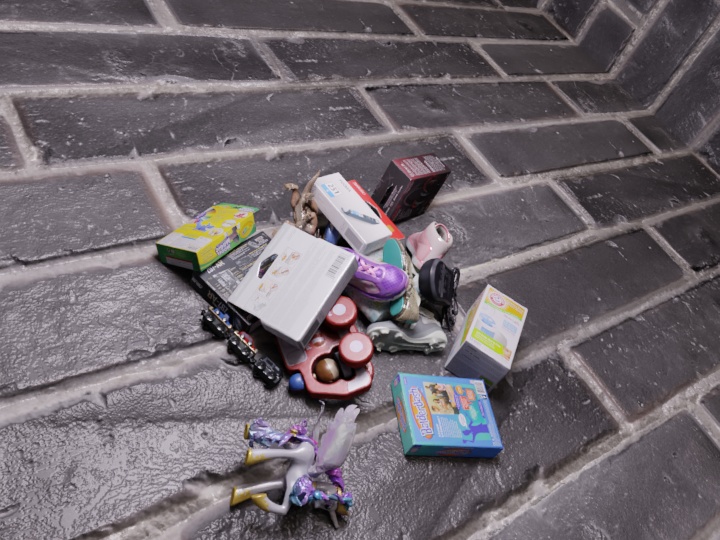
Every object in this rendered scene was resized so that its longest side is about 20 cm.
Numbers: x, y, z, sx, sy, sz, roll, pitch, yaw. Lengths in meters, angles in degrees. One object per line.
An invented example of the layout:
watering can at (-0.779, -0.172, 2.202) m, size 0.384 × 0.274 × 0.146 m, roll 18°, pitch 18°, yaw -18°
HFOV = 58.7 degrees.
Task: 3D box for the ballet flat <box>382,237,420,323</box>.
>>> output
ballet flat at (0.090, 0.027, 1.341) m, size 0.075 × 0.068 × 0.203 m, roll 24°, pitch 44°, yaw -34°

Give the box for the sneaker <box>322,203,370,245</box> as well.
sneaker at (-0.028, -0.114, 1.490) m, size 0.087 × 0.076 × 0.201 m, roll 26°, pitch 43°, yaw -3°

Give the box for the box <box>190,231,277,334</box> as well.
box at (-0.214, 0.021, 1.285) m, size 0.160 × 0.044 × 0.199 m, roll 41°, pitch 44°, yaw 12°

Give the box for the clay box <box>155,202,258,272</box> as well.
clay box at (-0.299, -0.073, 1.291) m, size 0.113 × 0.048 × 0.200 m, roll 12°, pitch 34°, yaw 29°

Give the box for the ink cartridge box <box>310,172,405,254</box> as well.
ink cartridge box at (-0.001, -0.138, 1.445) m, size 0.175 × 0.045 × 0.201 m, roll -22°, pitch 65°, yaw -46°

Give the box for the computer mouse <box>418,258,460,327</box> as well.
computer mouse at (0.164, 0.036, 1.381) m, size 0.052 × 0.200 × 0.141 m, roll 2°, pitch 74°, yaw 25°

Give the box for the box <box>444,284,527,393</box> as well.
box at (0.275, 0.145, 1.389) m, size 0.111 × 0.102 × 0.201 m, roll 32°, pitch 43°, yaw 3°

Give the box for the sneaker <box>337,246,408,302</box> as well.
sneaker at (0.000, 0.000, 1.284) m, size 0.197 × 0.089 × 0.082 m, roll 17°, pitch 70°, yaw 21°

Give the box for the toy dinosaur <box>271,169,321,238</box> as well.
toy dinosaur at (-0.117, -0.109, 1.383) m, size 0.084 × 0.136 × 0.204 m, roll 2°, pitch 75°, yaw 19°

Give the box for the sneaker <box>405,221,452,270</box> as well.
sneaker at (0.164, -0.066, 1.484) m, size 0.075 × 0.105 × 0.201 m, roll 34°, pitch 15°, yaw -10°

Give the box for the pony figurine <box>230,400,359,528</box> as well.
pony figurine at (-0.092, 0.303, 1.030) m, size 0.197 × 0.166 × 0.197 m, roll 15°, pitch 76°, yaw -20°

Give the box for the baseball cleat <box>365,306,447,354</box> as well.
baseball cleat at (0.089, 0.121, 1.345) m, size 0.197 × 0.070 × 0.108 m, roll 15°, pitch 41°, yaw -30°

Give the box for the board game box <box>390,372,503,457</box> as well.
board game box at (0.166, 0.281, 1.244) m, size 0.196 × 0.045 × 0.154 m, roll 9°, pitch 47°, yaw -21°

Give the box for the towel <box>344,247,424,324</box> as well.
towel at (0.046, 0.018, 1.400) m, size 0.198 × 0.049 × 0.171 m, roll -23°, pitch 61°, yaw -40°

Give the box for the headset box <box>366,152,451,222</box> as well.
headset box at (0.113, -0.200, 1.578) m, size 0.198 × 0.150 × 0.075 m, roll -19°, pitch 59°, yaw -48°

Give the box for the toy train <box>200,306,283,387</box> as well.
toy train at (-0.218, 0.136, 1.182) m, size 0.199 × 0.034 × 0.046 m, roll 41°, pitch 40°, yaw 11°

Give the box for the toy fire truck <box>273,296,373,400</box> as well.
toy fire truck at (-0.068, 0.157, 1.207) m, size 0.165 × 0.113 × 0.202 m, roll -19°, pitch 57°, yaw -11°

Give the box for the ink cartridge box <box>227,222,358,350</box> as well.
ink cartridge box at (-0.126, 0.025, 1.211) m, size 0.172 × 0.044 × 0.201 m, roll 24°, pitch 67°, yaw 24°

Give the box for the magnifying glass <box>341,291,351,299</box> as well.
magnifying glass at (0.039, 0.047, 1.414) m, size 0.196 × 0.023 × 0.081 m, roll 14°, pitch 45°, yaw -18°
